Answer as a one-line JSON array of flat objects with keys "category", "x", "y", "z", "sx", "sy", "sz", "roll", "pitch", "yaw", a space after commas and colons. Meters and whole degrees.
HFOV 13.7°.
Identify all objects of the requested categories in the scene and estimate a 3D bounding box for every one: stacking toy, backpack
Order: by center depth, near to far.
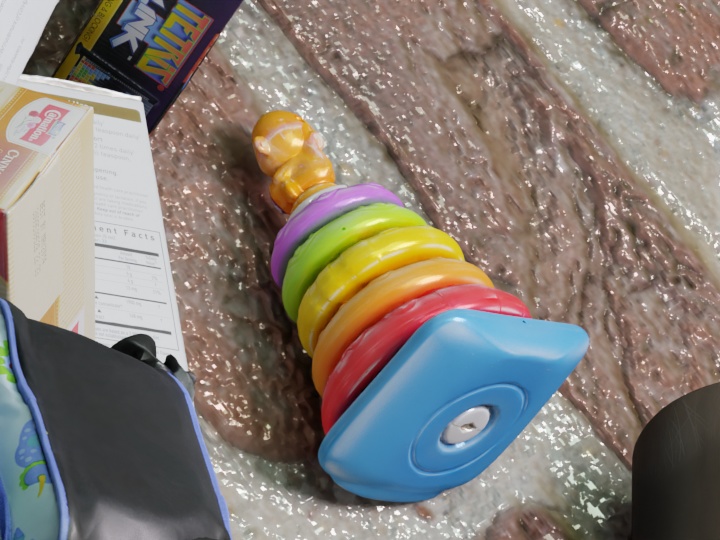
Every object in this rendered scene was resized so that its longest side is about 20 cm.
[{"category": "backpack", "x": -0.148, "y": 0.124, "z": 1.031, "sx": 0.147, "sy": 0.200, "sz": 0.183, "roll": 24, "pitch": 19, "yaw": -27}, {"category": "stacking toy", "x": 0.000, "y": 0.000, "z": 1.384, "sx": 0.116, "sy": 0.110, "sz": 0.200, "roll": 8, "pitch": 40, "yaw": -49}]

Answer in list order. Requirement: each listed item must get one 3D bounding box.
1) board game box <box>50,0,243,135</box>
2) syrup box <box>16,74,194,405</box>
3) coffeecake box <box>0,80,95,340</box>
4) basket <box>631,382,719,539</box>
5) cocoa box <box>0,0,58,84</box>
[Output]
[{"category": "board game box", "x": -0.067, "y": -0.157, "z": 1.402, "sx": 0.057, "sy": 0.165, "sz": 0.200, "roll": 35, "pitch": 45, "yaw": -7}, {"category": "syrup box", "x": -0.130, "y": 0.020, "z": 1.280, "sx": 0.081, "sy": 0.079, "sz": 0.200, "roll": 8, "pitch": 53, "yaw": -30}, {"category": "coffeecake box", "x": -0.205, "y": -0.011, "z": 1.145, "sx": 0.200, "sy": 0.154, "sz": 0.073, "roll": 17, "pitch": 42, "yaw": 15}, {"category": "basket", "x": 0.187, "y": 0.158, "z": 1.357, "sx": 0.180, "sy": 0.136, "sz": 0.200, "roll": 37, "pitch": 35, "yaw": -35}, {"category": "cocoa box", "x": -0.213, "y": -0.150, "z": 1.285, "sx": 0.200, "sy": 0.131, "sz": 0.133, "roll": -72, "pitch": 147, "yaw": -45}]
